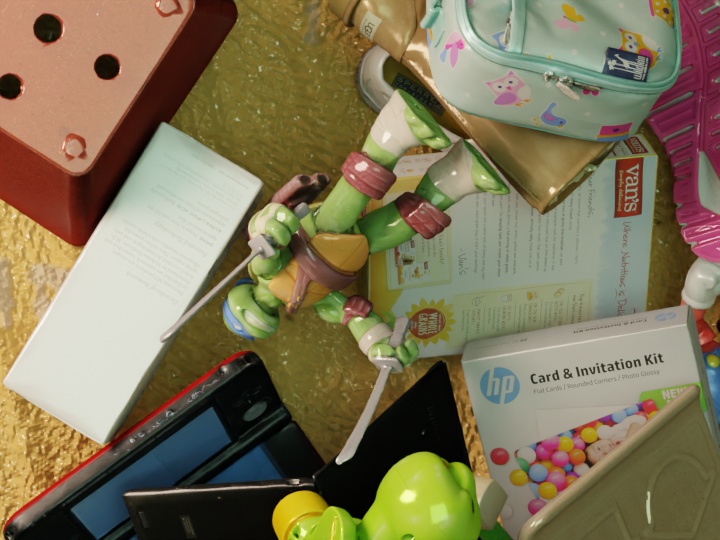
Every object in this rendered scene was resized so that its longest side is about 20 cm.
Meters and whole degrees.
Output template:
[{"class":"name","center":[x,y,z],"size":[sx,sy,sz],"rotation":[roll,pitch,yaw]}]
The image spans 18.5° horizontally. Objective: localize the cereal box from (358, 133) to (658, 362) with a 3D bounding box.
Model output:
[{"class":"cereal box","center":[0.099,-0.015,1.498],"size":[0.200,0.040,0.144],"rotation":[-5,120,-11]}]

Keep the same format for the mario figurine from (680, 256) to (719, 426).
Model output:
[{"class":"mario figurine","center":[0.248,0.071,1.518],"size":[0.200,0.106,0.123],"rotation":[-41,135,1]}]

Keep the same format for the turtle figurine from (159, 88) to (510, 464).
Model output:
[{"class":"turtle figurine","center":[0.000,0.000,1.361],"size":[0.144,0.200,0.194],"rotation":[43,102,-7]}]

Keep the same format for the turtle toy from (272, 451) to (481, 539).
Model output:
[{"class":"turtle toy","center":[0.007,0.198,1.337],"size":[0.101,0.146,0.200],"rotation":[9,114,-25]}]

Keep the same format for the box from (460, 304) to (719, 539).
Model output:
[{"class":"box","center":[0.167,0.133,1.493],"size":[0.156,0.041,0.200],"rotation":[-10,106,14]}]

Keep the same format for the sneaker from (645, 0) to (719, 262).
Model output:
[{"class":"sneaker","center":[0.248,-0.097,1.536],"size":[0.081,0.088,0.200],"rotation":[-17,75,29]}]

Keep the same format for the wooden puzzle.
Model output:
[{"class":"wooden puzzle","center":[0.180,0.199,1.415],"size":[0.185,0.046,0.200],"rotation":[-34,113,-36]}]

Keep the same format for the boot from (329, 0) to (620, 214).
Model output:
[{"class":"boot","center":[0.101,-0.152,1.464],"size":[0.200,0.066,0.175],"rotation":[42,64,11]}]

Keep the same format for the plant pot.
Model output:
[{"class":"plant pot","center":[-0.200,-0.146,1.400],"size":[0.200,0.176,0.200],"rotation":[33,86,-10]}]

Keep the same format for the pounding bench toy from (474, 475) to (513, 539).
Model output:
[{"class":"pounding bench toy","center":[0.085,0.233,1.450],"size":[0.156,0.124,0.200],"rotation":[13,94,-53]}]

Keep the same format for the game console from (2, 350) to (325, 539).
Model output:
[{"class":"game console","center":[-0.110,0.172,1.459],"size":[0.200,0.172,0.119],"rotation":[-36,71,-7]}]

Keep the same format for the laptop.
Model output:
[{"class":"laptop","center":[-0.030,0.173,1.475],"size":[0.200,0.116,0.187],"rotation":[-5,127,13]}]

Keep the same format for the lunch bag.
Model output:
[{"class":"lunch bag","center":[0.117,-0.181,1.399],"size":[0.160,0.077,0.200],"rotation":[13,55,-19]}]

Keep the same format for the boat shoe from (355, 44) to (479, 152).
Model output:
[{"class":"boat shoe","center":[0.093,-0.100,1.506],"size":[0.200,0.070,0.071],"rotation":[29,87,-9]}]

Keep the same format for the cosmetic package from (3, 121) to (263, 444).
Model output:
[{"class":"cosmetic package","center":[-0.146,0.011,1.443],"size":[0.081,0.113,0.200],"rotation":[30,88,-1]}]
